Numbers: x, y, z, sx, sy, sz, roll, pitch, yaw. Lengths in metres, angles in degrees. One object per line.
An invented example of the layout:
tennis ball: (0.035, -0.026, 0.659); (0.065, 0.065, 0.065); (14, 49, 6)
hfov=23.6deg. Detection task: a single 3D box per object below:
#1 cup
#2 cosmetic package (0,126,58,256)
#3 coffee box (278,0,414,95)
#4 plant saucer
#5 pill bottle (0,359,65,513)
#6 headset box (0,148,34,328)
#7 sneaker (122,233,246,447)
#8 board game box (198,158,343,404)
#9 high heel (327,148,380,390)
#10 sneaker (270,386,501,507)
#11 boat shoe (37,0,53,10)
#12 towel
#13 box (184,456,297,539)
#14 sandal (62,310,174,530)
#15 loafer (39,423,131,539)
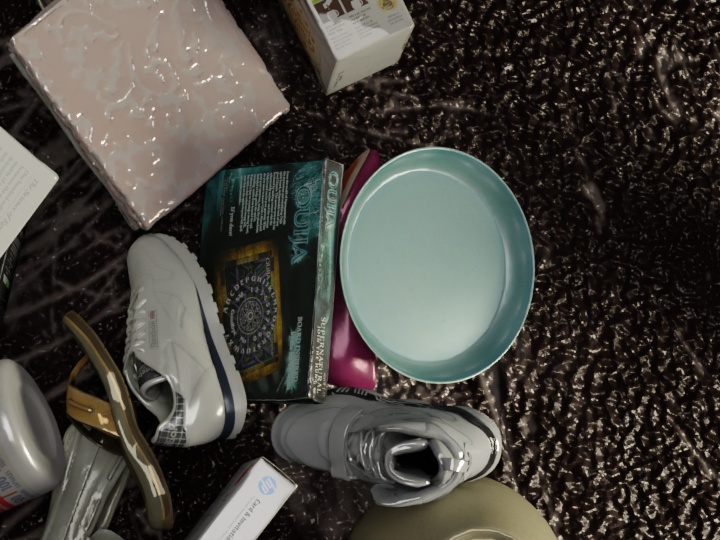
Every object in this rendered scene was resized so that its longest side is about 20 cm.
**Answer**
cup: (0.086, 0.262, 1.408); (0.198, 0.143, 0.202); (1, 80, -6)
cosmetic package: (-0.371, -0.059, 1.274); (0.200, 0.123, 0.200); (-54, 129, -11)
coffee box: (-0.037, -0.269, 1.496); (0.079, 0.114, 0.201); (-26, 85, -10)
plant saucer: (0.062, -0.004, 1.477); (0.199, 0.027, 0.202); (1, 87, -30)
pill bottle: (-0.346, 0.159, 1.374); (0.199, 0.112, 0.113); (-24, 84, 6)
headset box: (-0.374, -0.016, 1.421); (0.173, 0.093, 0.202); (14, 80, -4)
sneaker: (-0.161, 0.053, 1.417); (0.080, 0.077, 0.201); (-9, 56, -27)
board game box: (-0.080, 0.011, 1.446); (0.134, 0.028, 0.202); (-3, 78, 36)
high heel: (0.000, 0.000, 1.488); (0.096, 0.067, 0.201); (24, 83, -13)
sneaker: (0.009, 0.142, 1.405); (0.198, 0.115, 0.076); (3, 95, 17)
boat shoe: (-0.224, -0.193, 1.483); (0.074, 0.073, 0.202); (-25, 102, -35)
towel: (-0.175, -0.165, 1.451); (0.191, 0.032, 0.201); (-44, 111, -27)
box: (-0.134, 0.241, 1.377); (0.041, 0.156, 0.200); (38, 77, -2)
sandal: (-0.205, 0.122, 1.388); (0.054, 0.080, 0.201); (-22, 74, -9)
loafer: (-0.226, 0.223, 1.412); (0.069, 0.070, 0.202); (11, 79, 3)
